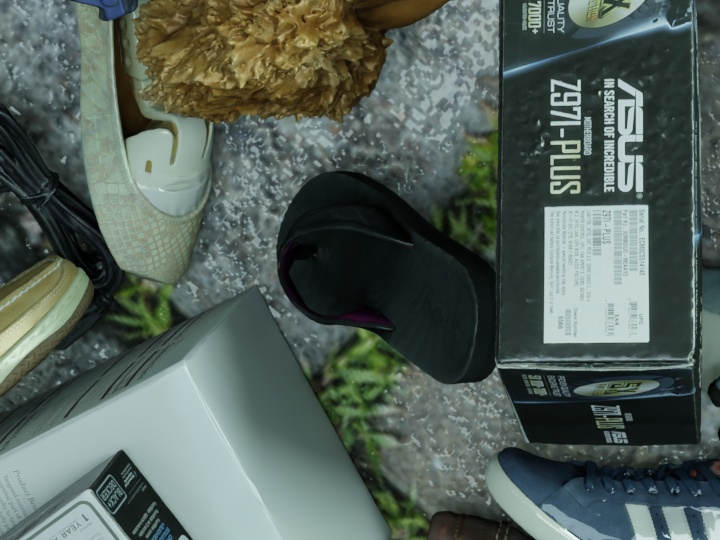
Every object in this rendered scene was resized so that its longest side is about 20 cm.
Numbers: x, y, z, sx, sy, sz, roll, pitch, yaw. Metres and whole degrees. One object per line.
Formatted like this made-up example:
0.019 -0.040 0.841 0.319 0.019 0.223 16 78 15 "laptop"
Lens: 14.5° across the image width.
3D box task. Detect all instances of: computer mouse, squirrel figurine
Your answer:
-0.215 0.002 1.447 0.200 0.046 0.140 -36 113 21 "computer mouse"
-0.018 -0.145 1.294 0.141 0.187 0.201 28 106 4 "squirrel figurine"

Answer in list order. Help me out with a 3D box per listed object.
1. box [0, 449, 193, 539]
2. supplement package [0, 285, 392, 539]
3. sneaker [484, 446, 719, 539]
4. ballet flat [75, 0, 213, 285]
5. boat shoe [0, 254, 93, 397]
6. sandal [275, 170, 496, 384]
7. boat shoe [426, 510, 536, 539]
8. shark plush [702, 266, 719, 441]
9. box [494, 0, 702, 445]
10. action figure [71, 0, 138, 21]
-0.098 0.198 1.296 0.116 0.060 0.200 -37 95 17 "box"
-0.115 0.131 1.393 0.199 0.151 0.152 -27 97 16 "supplement package"
0.162 0.113 1.376 0.199 0.075 0.085 22 109 -4 "sneaker"
-0.103 -0.088 1.381 0.062 0.067 0.201 2 105 48 "ballet flat"
-0.219 0.049 1.368 0.200 0.072 0.076 -42 97 -20 "boat shoe"
0.000 -0.001 1.329 0.048 0.200 0.076 -1 103 -28 "sandal"
0.038 0.218 1.425 0.070 0.070 0.201 16 97 0 "boat shoe"
0.234 0.019 1.345 0.199 0.091 0.084 -15 69 19 "shark plush"
0.109 -0.035 1.267 0.086 0.164 0.201 -1 75 7 "box"
-0.156 -0.223 1.305 0.192 0.105 0.201 7 132 11 "action figure"
